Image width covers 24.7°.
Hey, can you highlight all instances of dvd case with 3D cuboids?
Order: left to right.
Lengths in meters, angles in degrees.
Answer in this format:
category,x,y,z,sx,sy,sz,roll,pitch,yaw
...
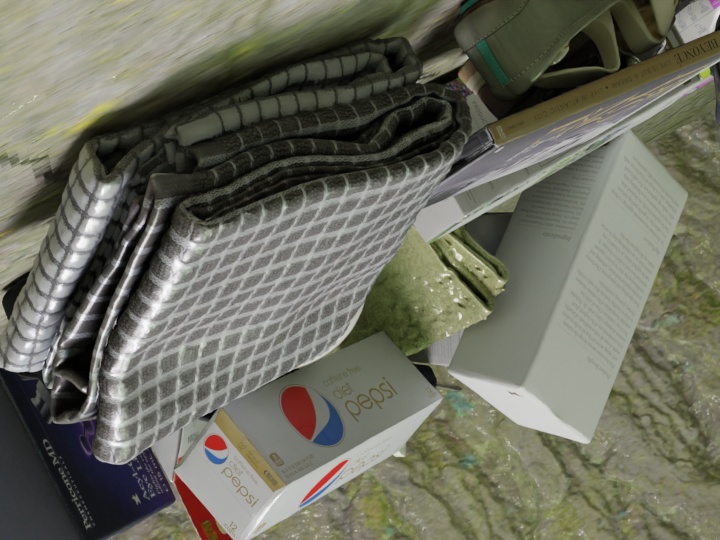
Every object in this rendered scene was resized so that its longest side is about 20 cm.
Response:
category,x,y,z,sx,sy,sz,roll,pitch,yaw
dvd case,0.104,-0.076,0.896,0.199,0.016,0.148,-25,176,-33

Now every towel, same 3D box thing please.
category,x,y,z,sx,sy,sz,roll,pitch,yaw
towel,-0.053,-0.010,0.753,0.199,0.086,0.166,-25,158,-43
towel,0.000,0.000,1.153,0.199,0.149,0.037,-32,-166,45

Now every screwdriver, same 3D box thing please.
category,x,y,z,sx,sy,sz,roll,pitch,yaw
screwdriver,0.057,0.084,1.265,0.028,0.029,0.200,6,180,16

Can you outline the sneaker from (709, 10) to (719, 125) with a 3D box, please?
category,x,y,z,sx,sy,sz,roll,pitch,yaw
sneaker,0.242,-0.153,0.991,0.201,0.073,0.081,-60,173,-50

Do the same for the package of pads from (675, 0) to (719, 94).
category,x,y,z,sx,sy,sz,roll,pitch,yaw
package of pads,0.256,-0.180,1.219,0.154,0.069,0.199,-26,174,-47

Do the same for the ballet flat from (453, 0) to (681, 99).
category,x,y,z,sx,sy,sz,roll,pitch,yaw
ballet flat,0.128,-0.136,0.873,0.199,0.064,0.067,-27,176,-39

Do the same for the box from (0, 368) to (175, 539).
category,x,y,z,sx,sy,sz,roll,pitch,yaw
box,-0.229,0.134,1.135,0.104,0.149,0.200,-29,177,9

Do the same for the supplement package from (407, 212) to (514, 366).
category,x,y,z,sx,sy,sz,roll,pitch,yaw
supplement package,0.059,0.010,1.273,0.113,0.111,0.199,-3,-176,-36

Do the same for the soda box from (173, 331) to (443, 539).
category,x,y,z,sx,sy,sz,roll,pitch,yaw
soda box,-0.030,0.106,1.078,0.064,0.068,0.199,-52,164,30

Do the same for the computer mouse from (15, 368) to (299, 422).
category,x,y,z,sx,sy,sz,roll,pitch,yaw
computer mouse,-0.138,0.069,1.071,0.139,0.047,0.199,18,-169,25

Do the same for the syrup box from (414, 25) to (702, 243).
category,x,y,z,sx,sy,sz,roll,pitch,yaw
syrup box,0.114,-0.103,1.064,0.199,0.082,0.079,-30,178,-20

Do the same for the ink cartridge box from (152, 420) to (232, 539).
category,x,y,z,sx,sy,sz,roll,pitch,yaw
ink cartridge box,-0.118,0.110,1.243,0.050,0.201,0.161,-29,177,11

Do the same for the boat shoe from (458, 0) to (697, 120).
category,x,y,z,sx,sy,sz,roll,pitch,yaw
boat shoe,0.150,-0.138,0.997,0.199,0.065,0.072,-27,176,-27

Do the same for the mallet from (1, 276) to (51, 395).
category,x,y,z,sx,sy,sz,roll,pitch,yaw
mallet,-0.138,0.013,0.828,0.041,0.066,0.200,-25,174,-27

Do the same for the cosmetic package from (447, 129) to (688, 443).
category,x,y,z,sx,sy,sz,roll,pitch,yaw
cosmetic package,0.149,0.007,1.160,0.071,0.101,0.202,11,-109,43

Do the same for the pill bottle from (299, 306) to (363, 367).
category,x,y,z,sx,sy,sz,roll,pitch,yaw
pill bottle,-0.052,0.006,1.028,0.110,0.112,0.200,-29,178,-4

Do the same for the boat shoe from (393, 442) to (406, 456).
category,x,y,z,sx,sy,sz,roll,pitch,yaw
boat shoe,0.007,0.103,1.273,0.060,0.073,0.202,-4,-175,4
